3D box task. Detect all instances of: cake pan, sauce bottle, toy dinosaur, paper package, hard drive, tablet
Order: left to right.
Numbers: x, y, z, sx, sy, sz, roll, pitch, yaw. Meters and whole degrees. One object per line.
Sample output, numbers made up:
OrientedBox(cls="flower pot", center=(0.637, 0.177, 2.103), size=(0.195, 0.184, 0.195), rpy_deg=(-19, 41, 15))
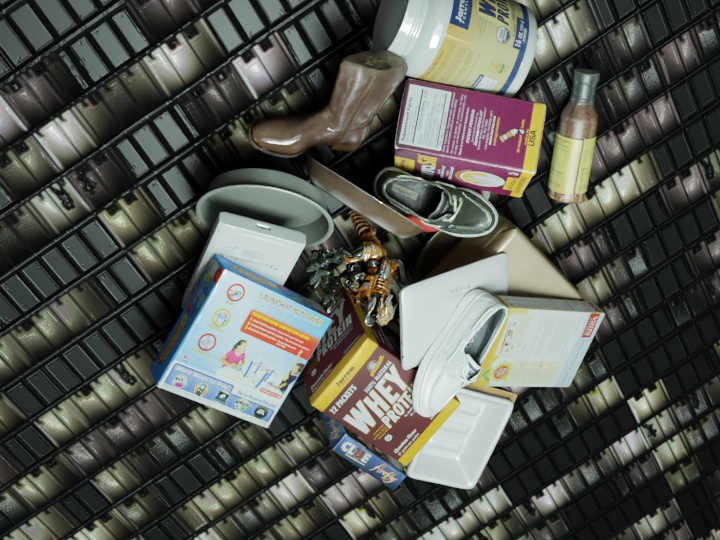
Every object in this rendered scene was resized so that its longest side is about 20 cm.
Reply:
OrientedBox(cls="hard drive", center=(-0.175, 0.002, 1.366), size=(0.130, 0.027, 0.201), rpy_deg=(13, 136, -20))
OrientedBox(cls="cake pan", center=(-0.134, -0.086, 1.315), size=(0.196, 0.037, 0.201), rpy_deg=(5, 156, 2))
OrientedBox(cls="toy dinosaur", center=(0.000, 0.000, 1.367), size=(0.133, 0.201, 0.103), rpy_deg=(-16, 121, 10))
OrientedBox(cls="tablet", center=(0.139, 0.059, 1.350), size=(0.197, 0.014, 0.133), rpy_deg=(-18, 118, -29))
OrientedBox(cls="paper package", center=(0.221, 0.039, 1.465), size=(0.191, 0.104, 0.200), rpy_deg=(-45, 117, 8))
OrientedBox(cls="sauce bottle", center=(0.335, -0.207, 1.433), size=(0.065, 0.066, 0.204), rpy_deg=(0, 114, -15))

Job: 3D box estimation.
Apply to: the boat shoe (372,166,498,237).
OrientedBox(cls="boat shoe", center=(0.112, -0.091, 1.321), size=(0.196, 0.064, 0.072), rpy_deg=(16, 100, -17))

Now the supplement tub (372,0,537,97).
OrientedBox(cls="supplement tub", center=(0.129, -0.324, 1.276), size=(0.196, 0.145, 0.147), rpy_deg=(14, 111, -21))

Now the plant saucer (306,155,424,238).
OrientedBox(cls="plant saucer", center=(0.001, -0.099, 1.315), size=(0.198, 0.200, 0.032), rpy_deg=(29, 96, -25))

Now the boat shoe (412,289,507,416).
OrientedBox(cls="boat shoe", center=(0.147, 0.127, 1.330), size=(0.072, 0.068, 0.202), rpy_deg=(39, 83, -39))

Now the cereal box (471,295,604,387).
OrientedBox(cls="cereal box", center=(0.267, 0.111, 1.421), size=(0.197, 0.040, 0.146), rpy_deg=(5, 119, -31))

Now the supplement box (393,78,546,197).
OrientedBox(cls="supplement box", center=(0.150, -0.184, 1.307), size=(0.196, 0.131, 0.105), rpy_deg=(11, 81, 4))

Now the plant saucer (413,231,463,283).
OrientedBox(cls="plant saucer", center=(0.177, 0.000, 1.508), size=(0.196, 0.030, 0.204), rpy_deg=(-6, 115, -13))

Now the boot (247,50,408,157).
OrientedBox(cls="boot", center=(-0.047, -0.231, 1.255), size=(0.183, 0.065, 0.200), rpy_deg=(-7, 161, -23))

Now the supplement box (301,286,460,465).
OrientedBox(cls="supplement box", center=(0.019, 0.157, 1.442), size=(0.199, 0.198, 0.133), rpy_deg=(36, 102, -26))

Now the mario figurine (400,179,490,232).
OrientedBox(cls="mario figurine", center=(0.137, -0.143, 1.418), size=(0.199, 0.106, 0.124), rpy_deg=(-41, 82, -6))

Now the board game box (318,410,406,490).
OrientedBox(cls="board game box", center=(-0.008, 0.247, 1.476), size=(0.135, 0.201, 0.035), rpy_deg=(38, 101, -27))

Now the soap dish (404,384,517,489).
OrientedBox(cls="soap dish", center=(0.160, 0.272, 1.602), size=(0.155, 0.081, 0.203), rpy_deg=(16, 110, -21))

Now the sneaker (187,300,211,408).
OrientedBox(cls="sneaker", center=(-0.225, 0.123, 1.409), size=(0.072, 0.080, 0.203), rpy_deg=(-4, 126, -6))

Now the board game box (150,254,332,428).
OrientedBox(cls="board game box", center=(-0.173, 0.108, 1.355), size=(0.198, 0.056, 0.198), rpy_deg=(27, 99, -32))
